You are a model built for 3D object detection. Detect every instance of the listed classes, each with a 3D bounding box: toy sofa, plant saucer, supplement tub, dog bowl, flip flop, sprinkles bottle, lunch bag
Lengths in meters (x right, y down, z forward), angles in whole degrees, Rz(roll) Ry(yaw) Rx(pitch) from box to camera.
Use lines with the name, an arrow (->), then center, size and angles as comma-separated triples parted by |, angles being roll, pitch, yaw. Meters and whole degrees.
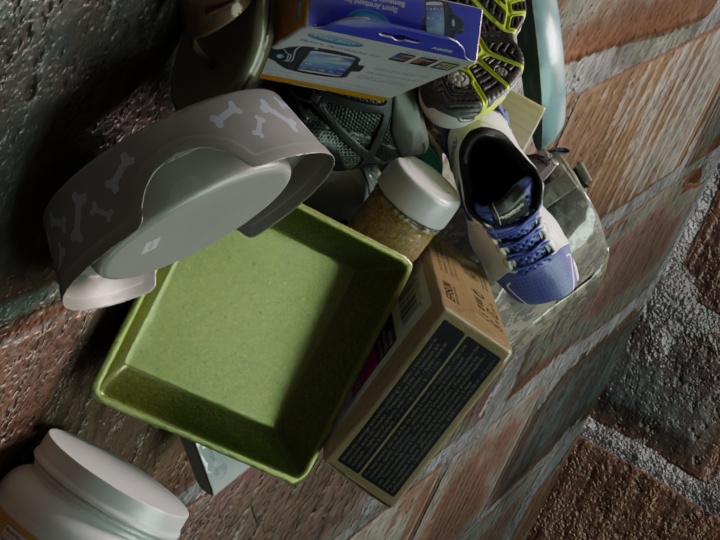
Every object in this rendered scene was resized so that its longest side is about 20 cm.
toy sofa -> 0.104, -0.128, 1.606 | 0.098, 0.082, 0.200 | -61, -177, 6
plant saucer -> 0.166, -0.212, 1.631 | 0.200, 0.027, 0.202 | -8, 90, -89
supplement tub -> -0.227, 0.233, 1.285 | 0.201, 0.144, 0.144 | -59, 163, 0
dog bowl -> -0.116, -0.048, 1.141 | 0.199, 0.059, 0.200 | -29, 170, -5
flip flop -> -0.083, -0.189, 1.115 | 0.057, 0.081, 0.201 | 2, 125, -40
sprinkles bottle -> 0.000, 0.000, 1.449 | 0.201, 0.068, 0.068 | -53, 165, 19
lunch bag -> 0.130, -0.012, 1.625 | 0.199, 0.140, 0.168 | -37, 165, -5
plant saucer -> -0.088, 0.038, 1.356 | 0.199, 0.048, 0.201 | 26, 92, -28

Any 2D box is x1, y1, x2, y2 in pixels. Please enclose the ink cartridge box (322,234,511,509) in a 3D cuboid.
ink cartridge box -> 0.039, 0.075, 1.447 | 0.165, 0.075, 0.200 | -53, -166, 14

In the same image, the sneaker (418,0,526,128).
sneaker -> 0.087, -0.158, 1.388 | 0.200, 0.075, 0.077 | -63, 178, -54

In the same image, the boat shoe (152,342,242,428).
boat shoe -> -0.105, 0.045, 1.417 | 0.201, 0.068, 0.075 | -59, 147, -10

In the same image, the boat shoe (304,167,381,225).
boat shoe -> -0.014, -0.075, 1.505 | 0.200, 0.071, 0.066 | 46, 41, -57

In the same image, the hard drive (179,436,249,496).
hard drive -> -0.077, 0.088, 1.534 | 0.200, 0.026, 0.133 | -38, 133, -27

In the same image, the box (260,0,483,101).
box -> -0.003, -0.154, 1.163 | 0.200, 0.118, 0.042 | 166, -68, -69

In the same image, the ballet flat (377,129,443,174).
ballet flat -> 0.007, -0.140, 1.433 | 0.070, 0.069, 0.201 | -52, 137, -21

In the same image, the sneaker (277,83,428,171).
sneaker -> -0.023, -0.155, 1.314 | 0.113, 0.076, 0.200 | -20, 131, -4

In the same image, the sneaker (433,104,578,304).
sneaker -> 0.120, -0.047, 1.464 | 0.080, 0.201, 0.115 | -24, -157, 6

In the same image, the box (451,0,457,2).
box -> 0.085, -0.259, 1.488 | 0.201, 0.048, 0.158 | -61, 165, 5
